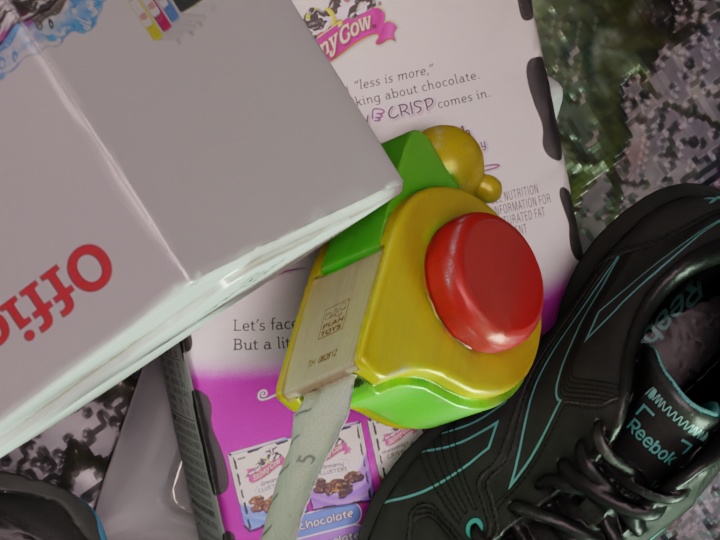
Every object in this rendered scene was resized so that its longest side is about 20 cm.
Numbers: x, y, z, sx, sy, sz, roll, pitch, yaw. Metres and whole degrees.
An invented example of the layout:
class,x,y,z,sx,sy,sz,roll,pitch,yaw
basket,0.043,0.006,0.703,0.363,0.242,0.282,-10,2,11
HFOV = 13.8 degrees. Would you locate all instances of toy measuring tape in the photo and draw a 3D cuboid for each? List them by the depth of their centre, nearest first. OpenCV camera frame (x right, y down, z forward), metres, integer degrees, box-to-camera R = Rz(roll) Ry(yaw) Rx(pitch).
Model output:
class,x,y,z,sx,sy,sz,roll,pitch,yaw
toy measuring tape,0.012,0.042,0.872,0.073,0.074,0.201,25,54,-13

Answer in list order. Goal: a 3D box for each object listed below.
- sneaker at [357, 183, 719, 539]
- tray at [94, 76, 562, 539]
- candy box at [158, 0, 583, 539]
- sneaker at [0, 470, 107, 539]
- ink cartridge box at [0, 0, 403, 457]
class,x,y,z,sx,sy,sz,roll,pitch,yaw
sneaker,0.063,0.058,0.904,0.075,0.079,0.201,34,85,-14
tray,-0.008,0.012,0.998,0.107,0.022,0.201,20,87,-15
candy box,0.000,0.000,0.957,0.136,0.061,0.201,-13,96,-13
sneaker,-0.170,0.124,0.921,0.199,0.082,0.074,-17,128,-8
ink cartridge box,-0.117,-0.057,0.844,0.147,0.145,0.201,-34,87,28
